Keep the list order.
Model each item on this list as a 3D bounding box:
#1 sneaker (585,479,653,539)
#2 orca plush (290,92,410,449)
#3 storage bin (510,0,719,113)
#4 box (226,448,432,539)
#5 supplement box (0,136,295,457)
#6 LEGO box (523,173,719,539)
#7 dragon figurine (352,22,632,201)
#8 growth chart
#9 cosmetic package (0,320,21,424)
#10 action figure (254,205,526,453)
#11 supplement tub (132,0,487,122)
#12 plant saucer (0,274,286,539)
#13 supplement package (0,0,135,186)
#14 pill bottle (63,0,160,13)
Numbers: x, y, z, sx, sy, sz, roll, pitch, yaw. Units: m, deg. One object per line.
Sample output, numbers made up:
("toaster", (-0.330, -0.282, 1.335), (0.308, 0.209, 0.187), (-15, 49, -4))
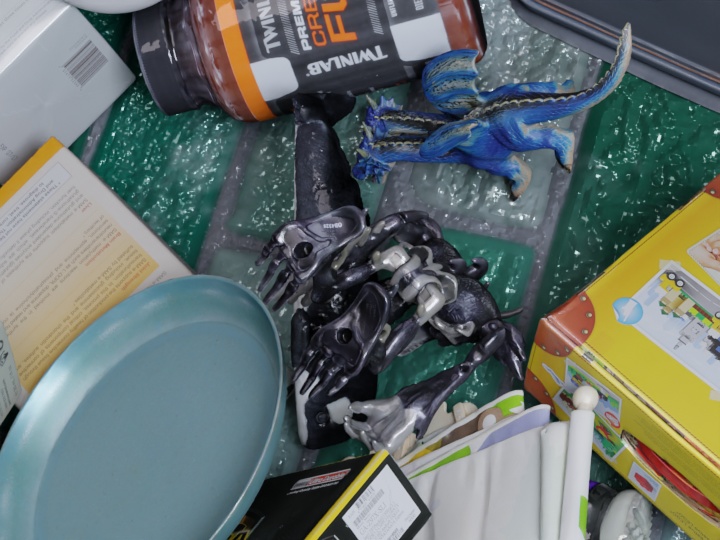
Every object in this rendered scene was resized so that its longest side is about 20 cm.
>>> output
("sneaker", (0.077, 0.196, 0.955), (0.099, 0.070, 0.200), (17, 69, 23))
("orca plush", (0.000, 0.000, 1.021), (0.071, 0.105, 0.200), (0, 82, 3))
("storage bin", (0.186, -0.198, 1.032), (0.200, 0.134, 0.146), (29, 79, 20))
("box", (-0.079, 0.170, 0.903), (0.049, 0.200, 0.160), (52, 52, -14))
("supplement box", (-0.149, 0.036, 1.058), (0.126, 0.074, 0.200), (-45, 67, -2))
("LEGO box", (0.210, 0.065, 0.937), (0.149, 0.077, 0.200), (-37, 65, -24))
("dragon figurine", (0.067, -0.087, 1.018), (0.099, 0.200, 0.059), (12, 72, -23))
("growth chart", (0.046, 0.125, 0.936), (0.200, 0.018, 0.145), (-24, 39, 42))
("cosmetic package", (-0.274, 0.104, 0.949), (0.105, 0.071, 0.200), (17, 54, 14))
("action figure", (0.012, 0.023, 0.932), (0.102, 0.200, 0.119), (-37, 71, 18))
("supplement tub", (-0.031, -0.150, 1.081), (0.200, 0.107, 0.107), (-15, 68, 8))
("plant saucer", (-0.112, 0.094, 0.936), (0.200, 0.027, 0.200), (-25, 44, 27))
("supplement package", (-0.258, -0.163, 1.135), (0.110, 0.114, 0.200), (-45, 68, -4))
("pill bottle", (-0.146, -0.240, 1.101), (0.111, 0.111, 0.200), (-17, 28, 7))
